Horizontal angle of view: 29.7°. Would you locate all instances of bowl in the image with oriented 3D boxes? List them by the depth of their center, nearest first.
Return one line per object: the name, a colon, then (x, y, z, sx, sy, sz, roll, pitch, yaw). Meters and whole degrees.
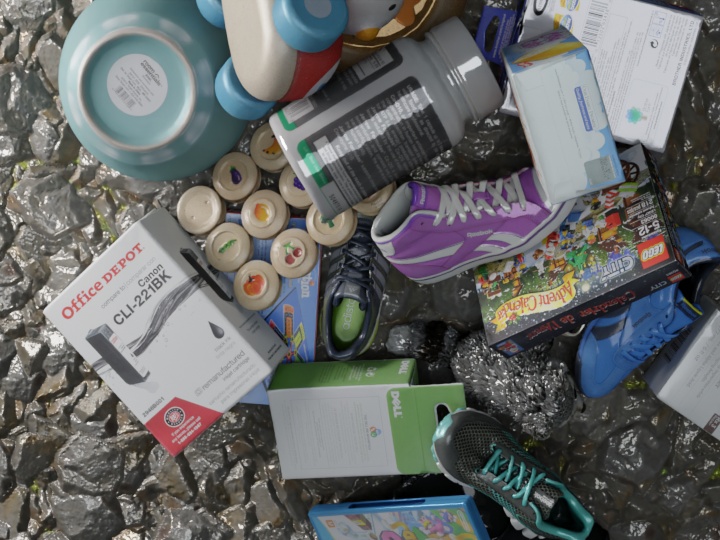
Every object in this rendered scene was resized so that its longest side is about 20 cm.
bowl: (-0.206, -0.177, 1.311, 0.199, 0.105, 0.202, 1, 104, 2)

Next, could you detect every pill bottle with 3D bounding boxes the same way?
pill bottle: (0.026, -0.144, 1.258, 0.199, 0.113, 0.114, -30, 100, 3)

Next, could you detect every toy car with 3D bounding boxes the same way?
toy car: (-0.021, -0.244, 1.234, 0.199, 0.184, 0.178, -7, 77, -27)

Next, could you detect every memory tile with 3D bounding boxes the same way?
memory tile: (-0.076, -0.071, 1.342, 0.200, 0.017, 0.154, -40, 72, 9)

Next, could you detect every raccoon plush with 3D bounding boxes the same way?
raccoon plush: (0.123, 0.113, 1.345, 0.199, 0.134, 0.097, 0, 103, 2)

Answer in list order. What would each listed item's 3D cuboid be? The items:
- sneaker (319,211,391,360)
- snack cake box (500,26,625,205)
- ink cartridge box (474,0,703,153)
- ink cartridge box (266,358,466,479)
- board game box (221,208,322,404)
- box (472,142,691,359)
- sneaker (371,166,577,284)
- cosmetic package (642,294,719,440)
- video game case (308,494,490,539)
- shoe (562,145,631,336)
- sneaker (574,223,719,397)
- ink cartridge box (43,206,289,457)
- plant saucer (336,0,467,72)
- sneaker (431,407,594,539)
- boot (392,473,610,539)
sneaker: (0.000, 0.000, 1.353, 0.073, 0.081, 0.201, 6, 103, 0)
snack cake box: (0.172, -0.139, 1.179, 0.067, 0.200, 0.116, -18, 104, 7)
ink cartridge box: (0.210, -0.206, 1.301, 0.199, 0.076, 0.137, 13, 104, -3)
ink cartridge box: (0.013, 0.148, 1.365, 0.199, 0.059, 0.104, -4, 112, 11)
board game box: (-0.094, 0.040, 1.398, 0.102, 0.019, 0.201, 5, 103, 3)
box: (0.202, -0.018, 1.292, 0.199, 0.137, 0.038, -27, 142, 25)
sneaker: (0.104, -0.058, 1.287, 0.200, 0.073, 0.114, -29, 140, 18)
cosmetic package: (0.400, 0.128, 1.366, 0.199, 0.081, 0.113, 32, 100, -4)
video game case: (0.053, 0.299, 1.393, 0.199, 0.018, 0.144, -11, 112, 36)
shoe: (0.237, -0.026, 1.352, 0.070, 0.053, 0.201, 19, 103, -2)
sneaker: (0.285, 0.050, 1.347, 0.066, 0.078, 0.201, 19, 106, -43)
ink cartridge box: (-0.194, 0.059, 1.360, 0.144, 0.084, 0.200, -41, 92, 15)
plant saucer: (0.009, -0.287, 1.313, 0.199, 0.035, 0.202, 1, 102, 3)
sneaker: (0.154, 0.200, 1.304, 0.200, 0.091, 0.078, 38, 78, -28)
boot: (0.145, 0.250, 1.413, 0.197, 0.073, 0.163, -20, 95, 5)
